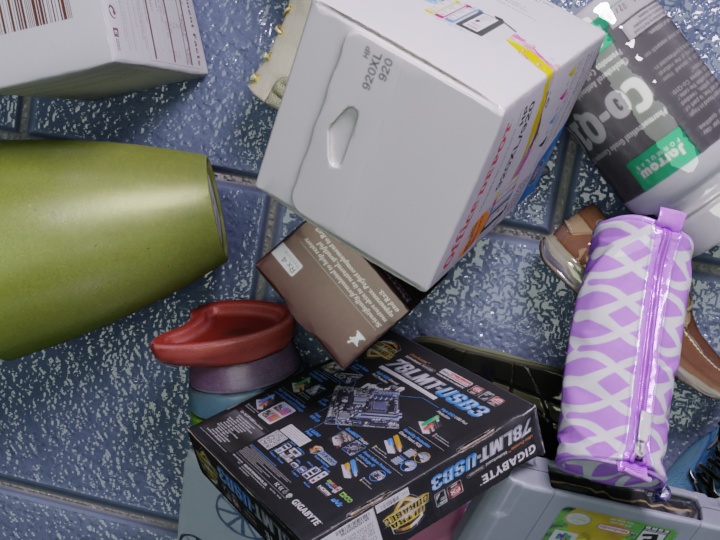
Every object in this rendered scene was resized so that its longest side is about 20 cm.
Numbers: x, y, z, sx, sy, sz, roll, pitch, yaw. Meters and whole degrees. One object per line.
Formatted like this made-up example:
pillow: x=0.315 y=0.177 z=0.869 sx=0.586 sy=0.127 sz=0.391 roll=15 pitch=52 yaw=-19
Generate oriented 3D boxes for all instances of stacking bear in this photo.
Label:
stacking bear: x=-0.096 y=0.138 z=0.916 sx=0.113 sy=0.121 sz=0.201 roll=-3 pitch=106 yaw=19

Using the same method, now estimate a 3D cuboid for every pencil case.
pencil case: x=0.193 y=0.060 z=0.761 sx=0.083 sy=0.086 sz=0.201 roll=11 pitch=72 yaw=-2

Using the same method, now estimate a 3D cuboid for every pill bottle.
pill bottle: x=0.228 y=-0.116 z=0.815 sx=0.113 sy=0.113 sz=0.200 roll=-38 pitch=88 yaw=13

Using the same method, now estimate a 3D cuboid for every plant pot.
plant pot: x=-0.219 y=-0.035 z=0.893 sx=0.199 sy=0.187 sz=0.188 roll=-11 pitch=95 yaw=-3

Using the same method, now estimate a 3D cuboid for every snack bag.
snack bag: x=-0.074 y=0.254 z=0.891 sx=0.188 sy=0.021 sz=0.201 roll=24 pitch=129 yaw=12

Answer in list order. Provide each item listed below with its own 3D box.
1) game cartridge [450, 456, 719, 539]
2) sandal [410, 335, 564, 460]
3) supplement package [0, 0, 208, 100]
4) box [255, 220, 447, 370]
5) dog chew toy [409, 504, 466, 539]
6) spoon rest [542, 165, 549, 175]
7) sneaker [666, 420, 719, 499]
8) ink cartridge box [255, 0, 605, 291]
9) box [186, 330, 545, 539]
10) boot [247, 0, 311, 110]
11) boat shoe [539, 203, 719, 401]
game cartridge: x=0.178 y=0.212 z=0.816 sx=0.199 sy=0.041 sz=0.134 roll=13 pitch=132 yaw=-9
sandal: x=0.127 y=0.103 z=0.894 sx=0.200 sy=0.057 sz=0.080 roll=23 pitch=104 yaw=23
supplement package: x=-0.219 y=-0.207 z=0.845 sx=0.116 sy=0.200 sz=0.118 roll=-10 pitch=95 yaw=12
box: x=0.000 y=0.000 z=0.827 sx=0.075 sy=0.200 sz=0.100 roll=-41 pitch=88 yaw=16
dog chew toy: x=0.046 y=0.228 z=0.892 sx=0.124 sy=0.125 sz=0.201 roll=-18 pitch=101 yaw=12
spoon rest: x=0.100 y=-0.165 z=0.861 sx=0.099 sy=0.061 sz=0.201 roll=-23 pitch=93 yaw=15
sneaker: x=0.295 y=0.141 z=0.825 sx=0.200 sy=0.090 sz=0.079 roll=-50 pitch=49 yaw=25
ink cartridge box: x=0.052 y=-0.112 z=0.730 sx=0.144 sy=0.200 sz=0.148 roll=32 pitch=126 yaw=15
box: x=-0.001 y=0.128 z=0.786 sx=0.198 sy=0.200 sz=0.050 roll=-24 pitch=116 yaw=-25
boot: x=-0.052 y=-0.219 z=0.878 sx=0.200 sy=0.072 sz=0.155 roll=45 pitch=113 yaw=16
boat shoe: x=0.238 y=0.025 z=0.852 sx=0.200 sy=0.076 sz=0.072 roll=42 pitch=100 yaw=2
